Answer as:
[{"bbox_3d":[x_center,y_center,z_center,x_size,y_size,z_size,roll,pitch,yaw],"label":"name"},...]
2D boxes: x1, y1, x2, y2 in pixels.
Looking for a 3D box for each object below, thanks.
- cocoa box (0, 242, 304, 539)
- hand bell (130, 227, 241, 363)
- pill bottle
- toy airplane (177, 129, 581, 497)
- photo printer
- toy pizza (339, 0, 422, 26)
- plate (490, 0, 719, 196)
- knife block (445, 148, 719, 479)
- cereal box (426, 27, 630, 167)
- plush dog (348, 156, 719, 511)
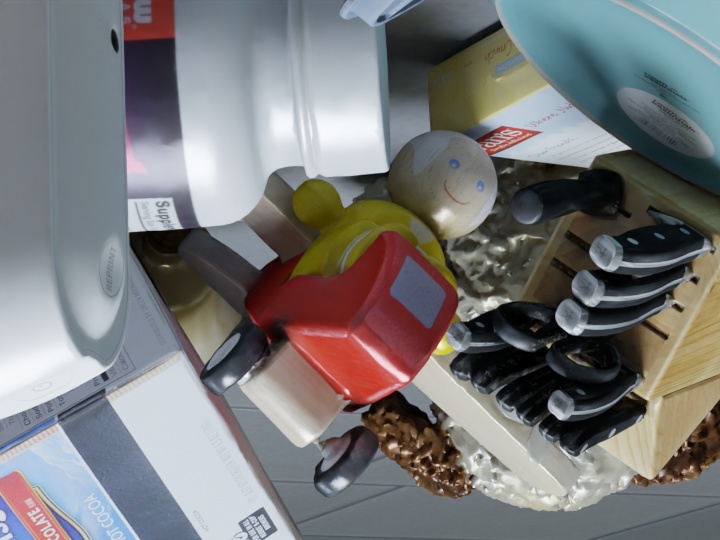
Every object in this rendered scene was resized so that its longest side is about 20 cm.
[{"bbox_3d":[-0.124,0.072,1.142,0.131,0.133,0.200,-30,143,-3],"label":"cocoa box"},{"bbox_3d":[-0.088,-0.022,1.247,0.104,0.104,0.200,0,153,-12],"label":"hand bell"},{"bbox_3d":[-0.091,-0.068,0.945,0.200,0.112,0.111,-4,166,2],"label":"pill bottle"},{"bbox_3d":[0.000,0.000,1.114,0.141,0.199,0.200,-47,147,2],"label":"toy airplane"},{"bbox_3d":[-0.152,-0.046,0.840,0.166,0.200,0.069,-6,166,18],"label":"photo printer"},{"bbox_3d":[0.071,-0.133,0.726,0.200,0.032,0.200,-36,-179,1],"label":"toy pizza"},{"bbox_3d":[0.108,-0.068,0.933,0.200,0.026,0.200,32,168,8],"label":"plate"},{"bbox_3d":[0.114,-0.011,0.997,0.064,0.200,0.176,35,156,21],"label":"knife block"},{"bbox_3d":[0.147,-0.075,1.117,0.200,0.040,0.144,6,164,-29],"label":"cereal box"},{"bbox_3d":[0.088,0.024,1.228,0.200,0.172,0.160,-2,166,-1],"label":"plush dog"}]
